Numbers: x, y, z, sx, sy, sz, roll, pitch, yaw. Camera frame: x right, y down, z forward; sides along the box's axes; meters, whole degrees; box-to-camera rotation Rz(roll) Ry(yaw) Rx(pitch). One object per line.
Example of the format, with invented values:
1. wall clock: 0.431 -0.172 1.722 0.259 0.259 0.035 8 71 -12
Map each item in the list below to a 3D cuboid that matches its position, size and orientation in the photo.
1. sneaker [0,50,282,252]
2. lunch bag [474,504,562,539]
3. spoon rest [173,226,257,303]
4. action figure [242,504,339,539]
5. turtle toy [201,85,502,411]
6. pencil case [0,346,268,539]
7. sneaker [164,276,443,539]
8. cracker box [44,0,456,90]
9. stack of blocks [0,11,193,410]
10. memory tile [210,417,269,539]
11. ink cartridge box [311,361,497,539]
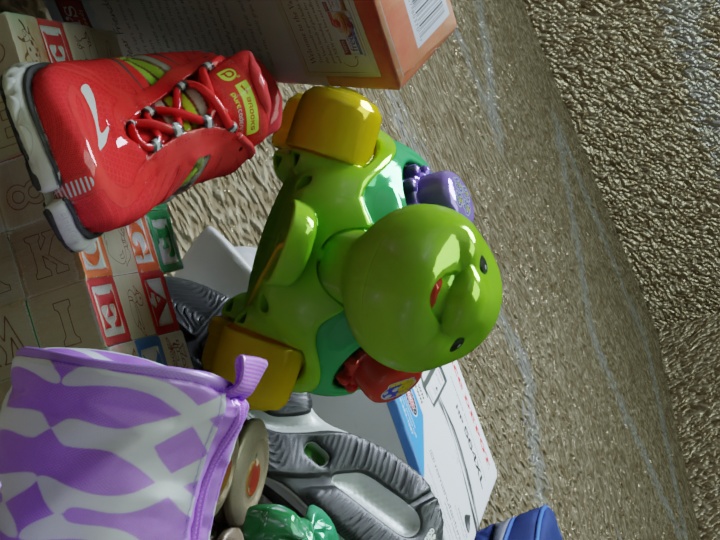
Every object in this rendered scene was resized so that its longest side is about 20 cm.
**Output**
1. sneaker: -0.080 -0.063 0.704 0.200 0.085 0.077 -49 119 -73
2. lunch bag: 0.099 0.247 1.173 0.200 0.132 0.136 -54 125 -73
3. spoon rest: -0.065 0.020 0.968 0.099 0.061 0.200 47 3 13
4. action figure: -0.027 0.177 0.824 0.118 0.055 0.200 -69 159 -45
5. turtle toy: 0.000 0.000 0.764 0.200 0.101 0.146 -158 -93 -81
6. pencil case: -0.087 0.123 0.570 0.084 0.085 0.200 14 82 -67
7. sneaker: -0.063 0.098 0.880 0.200 0.115 0.076 43 50 -3
8. cracker box: -0.067 -0.156 0.784 0.058 0.200 0.134 -50 135 -38
9. stack of blocks: -0.125 -0.005 0.760 0.115 0.058 0.200 -11 84 -75
10. memory tile: -0.079 0.126 0.710 0.200 0.017 0.154 37 64 -74
11. ink cartridge box: 0.018 0.110 1.126 0.200 0.084 0.146 -49 120 -73
